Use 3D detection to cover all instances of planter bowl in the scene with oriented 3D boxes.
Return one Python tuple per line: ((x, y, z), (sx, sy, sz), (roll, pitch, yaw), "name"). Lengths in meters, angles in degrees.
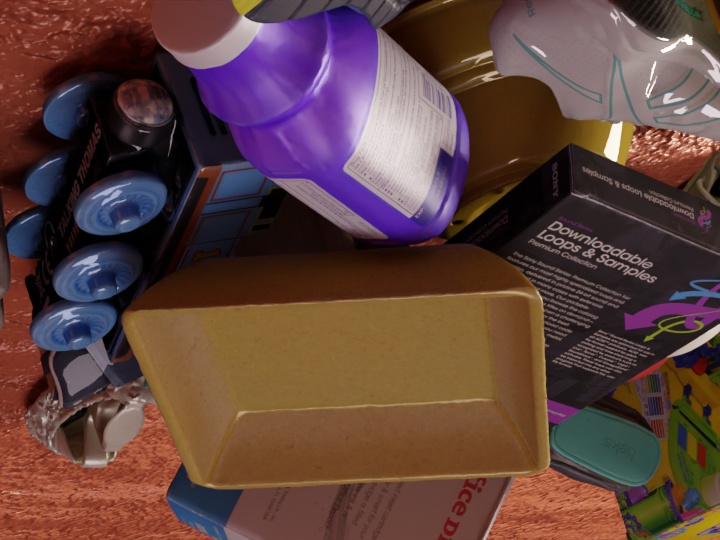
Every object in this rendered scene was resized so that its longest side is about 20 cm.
((0.077, -0.067, 0.944), (0.199, 0.084, 0.201), (-13, 159, -5), "planter bowl")

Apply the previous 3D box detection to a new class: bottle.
((-0.019, -0.076, 0.792), (0.065, 0.084, 0.200), (2, 164, 29), "bottle")

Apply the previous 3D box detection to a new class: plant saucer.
((-0.005, 0.046, 0.923), (0.198, 0.049, 0.200), (-3, 148, 6), "plant saucer")

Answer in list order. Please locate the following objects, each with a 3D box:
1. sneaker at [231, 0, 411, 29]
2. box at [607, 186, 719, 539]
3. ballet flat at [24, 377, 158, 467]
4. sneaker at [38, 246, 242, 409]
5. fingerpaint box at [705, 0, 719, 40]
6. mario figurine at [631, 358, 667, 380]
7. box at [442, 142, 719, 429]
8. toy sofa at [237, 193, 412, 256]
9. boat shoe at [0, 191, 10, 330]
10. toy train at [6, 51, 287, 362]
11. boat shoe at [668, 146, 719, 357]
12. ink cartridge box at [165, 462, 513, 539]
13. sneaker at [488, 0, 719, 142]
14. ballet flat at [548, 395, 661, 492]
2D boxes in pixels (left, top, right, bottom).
((-0.013, -0.147, 0.715), (0.074, 0.082, 0.200), (-51, 165, 18), "sneaker")
((0.255, 0.058, 1.212), (0.121, 0.201, 0.193), (0, 156, -32), "box")
((-0.181, 0.097, 1.228), (0.071, 0.072, 0.200), (-3, 157, -27), "ballet flat")
((-0.113, 0.040, 1.085), (0.145, 0.077, 0.202), (-28, 148, 4), "sneaker")
((0.183, -0.138, 0.712), (0.073, 0.168, 0.200), (-16, 160, 0), "fingerpaint box")
((0.136, -0.002, 1.094), (0.106, 0.124, 0.199), (2, 161, 47), "mario figurine")
((0.105, 0.015, 0.952), (0.142, 0.036, 0.200), (20, 144, -27), "box")
((0.000, 0.000, 1.061), (0.097, 0.083, 0.200), (-19, 161, 9), "toy sofa")
((-0.217, -0.013, 0.912), (0.071, 0.076, 0.200), (-6, 156, -15), "boat shoe")
((-0.107, -0.028, 0.904), (0.114, 0.087, 0.200), (-7, 150, -27), "toy train")
((0.212, -0.038, 1.041), (0.201, 0.070, 0.072), (-47, 155, -24), "boat shoe")
((-0.007, 0.140, 1.205), (0.199, 0.146, 0.084), (25, 162, 10), "ink cartridge box")
((0.139, -0.101, 0.862), (0.080, 0.071, 0.200), (-28, 145, 35), "sneaker")
((0.100, 0.083, 1.111), (0.199, 0.073, 0.073), (29, 137, -32), "ballet flat")
